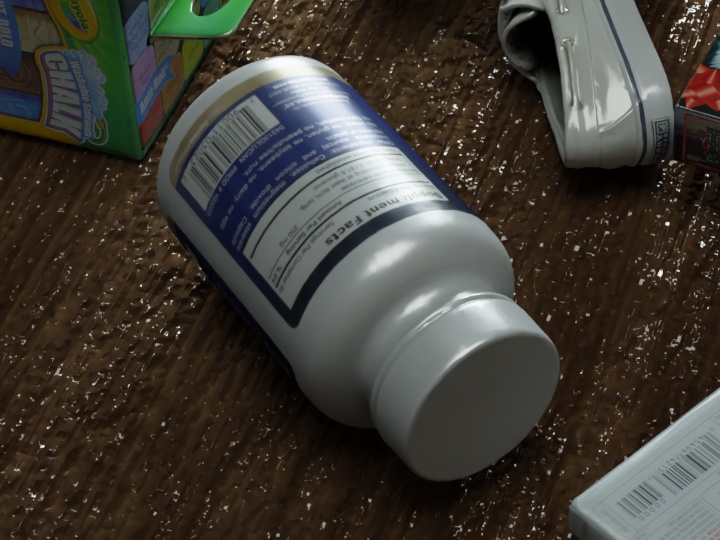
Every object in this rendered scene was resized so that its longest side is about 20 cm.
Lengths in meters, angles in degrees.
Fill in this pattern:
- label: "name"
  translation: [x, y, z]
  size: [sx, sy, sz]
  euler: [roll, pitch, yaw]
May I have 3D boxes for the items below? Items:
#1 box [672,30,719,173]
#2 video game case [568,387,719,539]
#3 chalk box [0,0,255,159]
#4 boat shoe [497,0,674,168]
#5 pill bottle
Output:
- label: "box"
  translation: [0.268, -0.083, 1.041]
  size: [0.199, 0.040, 0.137]
  euler: [18, 52, 21]
- label: "video game case"
  translation: [0.221, 0.104, 0.918]
  size: [0.200, 0.023, 0.182]
  euler: [-33, 52, -27]
- label: "chalk box"
  translation: [-0.145, -0.149, 1.119]
  size: [0.199, 0.124, 0.125]
  euler: [14, 47, 15]
- label: "boat shoe"
  translation: [0.103, -0.127, 1.121]
  size: [0.065, 0.072, 0.201]
  euler: [-10, 53, -9]
- label: "pill bottle"
  translation: [0.000, 0.000, 0.971]
  size: [0.111, 0.111, 0.200]
  euler: [-25, 50, -20]
